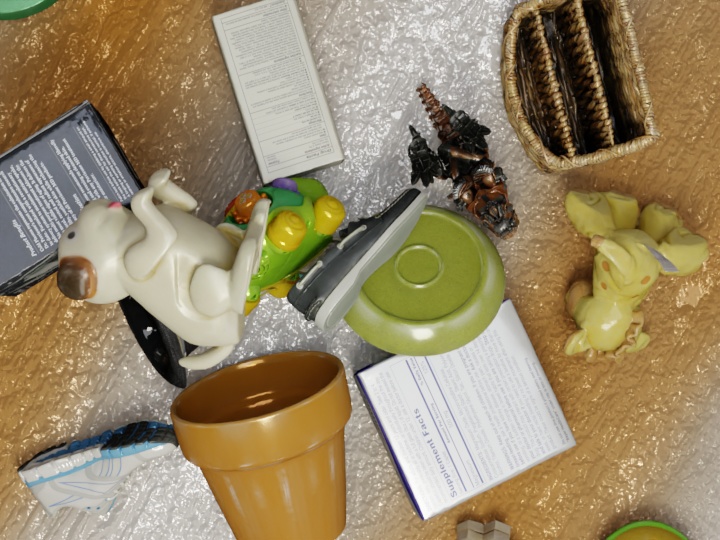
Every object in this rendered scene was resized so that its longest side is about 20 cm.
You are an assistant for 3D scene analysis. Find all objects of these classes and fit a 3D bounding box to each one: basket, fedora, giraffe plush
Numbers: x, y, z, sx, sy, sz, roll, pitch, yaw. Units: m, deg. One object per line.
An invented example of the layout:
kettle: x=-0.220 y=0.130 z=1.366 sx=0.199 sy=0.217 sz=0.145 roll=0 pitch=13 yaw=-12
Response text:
basket: x=0.239 y=-0.219 z=1.694 sx=0.141 sy=0.149 sz=0.203 roll=-13 pitch=91 yaw=-5
fedora: x=-0.208 y=0.030 z=1.639 sx=0.091 sy=0.200 sz=0.202 roll=-29 pitch=91 yaw=-19
giraffe plush: x=0.299 y=0.020 z=1.704 sx=0.170 sy=0.201 sz=0.164 roll=14 pitch=117 yaw=-8

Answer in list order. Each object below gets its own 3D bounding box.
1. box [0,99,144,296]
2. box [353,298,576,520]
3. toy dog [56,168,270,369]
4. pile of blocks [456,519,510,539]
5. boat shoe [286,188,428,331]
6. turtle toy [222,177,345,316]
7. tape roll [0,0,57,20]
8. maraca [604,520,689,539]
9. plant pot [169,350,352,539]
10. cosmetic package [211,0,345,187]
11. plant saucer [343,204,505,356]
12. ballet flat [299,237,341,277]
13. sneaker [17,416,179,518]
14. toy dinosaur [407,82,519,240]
box: x=-0.340 y=-0.073 z=1.619 sx=0.195 sy=0.200 sz=0.125 roll=-31 pitch=91 yaw=-4
box: x=0.116 y=0.158 z=1.700 sx=0.198 sy=0.105 sz=0.186 roll=-25 pitch=90 yaw=-5
toy dog: x=-0.204 y=-0.008 z=1.483 sx=0.198 sy=0.140 sz=0.196 roll=14 pitch=125 yaw=-1
pile of blocks: x=0.182 y=0.373 z=1.706 sx=0.201 sy=0.062 sz=0.082 roll=53 pitch=49 yaw=-2
boat shoe: x=-0.001 y=-0.025 z=1.619 sx=0.060 sy=0.076 sz=0.200 roll=35 pitch=64 yaw=15
turtle toy: x=-0.092 y=-0.044 z=1.624 sx=0.101 sy=0.199 sz=0.146 roll=46 pitch=124 yaw=12
tape roll: x=-0.413 y=-0.392 z=1.694 sx=0.198 sy=0.048 sz=0.203 roll=0 pitch=89 yaw=-4
maraca: x=0.347 y=0.388 z=1.715 sx=0.136 sy=0.107 sz=0.202 roll=-26 pitch=91 yaw=3
plant pot: x=-0.094 y=0.213 z=1.651 sx=0.198 sy=0.200 sz=0.185 roll=-15 pitch=106 yaw=-5
cosmetic package: x=-0.095 y=-0.206 z=1.704 sx=0.102 sy=0.073 sz=0.202 roll=-16 pitch=91 yaw=-5
plant saucer: x=0.065 y=0.002 z=1.663 sx=0.197 sy=0.031 sz=0.202 roll=0 pitch=58 yaw=0
ballet flat: x=0.000 y=0.000 z=1.715 sx=0.198 sy=0.067 sz=0.063 roll=16 pitch=78 yaw=-4
sneaker: x=-0.286 y=0.229 z=1.678 sx=0.198 sy=0.075 sz=0.087 roll=-18 pitch=104 yaw=19
toy dinosaur: x=0.112 y=-0.125 z=1.704 sx=0.200 sy=0.136 sz=0.103 roll=40 pitch=97 yaw=25
